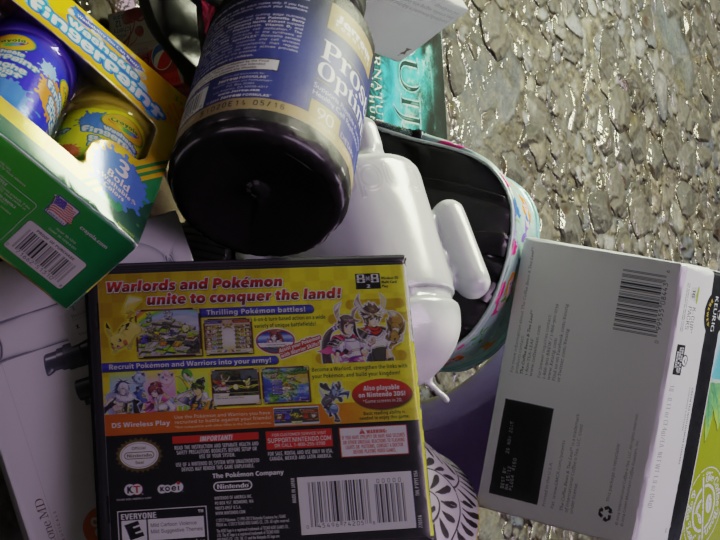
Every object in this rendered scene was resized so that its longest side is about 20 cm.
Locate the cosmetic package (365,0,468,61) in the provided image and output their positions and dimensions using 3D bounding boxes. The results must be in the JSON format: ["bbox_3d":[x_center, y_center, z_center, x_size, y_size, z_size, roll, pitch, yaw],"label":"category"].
[{"bbox_3d":[-0.009,-0.271,1.365,0.113,0.081,0.200,7,52,-56],"label":"cosmetic package"}]

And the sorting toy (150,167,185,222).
[{"bbox_3d":[-0.158,0.011,1.213,0.185,0.036,0.200,-51,130,-46],"label":"sorting toy"}]

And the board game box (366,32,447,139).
[{"bbox_3d":[0.028,-0.157,1.511,0.135,0.028,0.200,4,82,-55],"label":"board game box"}]

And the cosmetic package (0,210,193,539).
[{"bbox_3d":[-0.155,0.080,1.077,0.151,0.052,0.200,-18,82,-15],"label":"cosmetic package"}]

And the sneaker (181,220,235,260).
[{"bbox_3d":[-0.126,0.063,1.168,0.089,0.074,0.200,42,65,-53],"label":"sneaker"}]

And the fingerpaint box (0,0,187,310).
[{"bbox_3d":[-0.207,-0.102,1.023,0.200,0.073,0.167,41,30,-19],"label":"fingerpaint box"}]

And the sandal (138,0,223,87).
[{"bbox_3d":[-0.092,-0.148,1.197,0.075,0.045,0.200,-53,127,-42],"label":"sandal"}]

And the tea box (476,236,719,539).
[{"bbox_3d":[0.204,0.092,1.281,0.197,0.134,0.200,9,91,-55],"label":"tea box"}]

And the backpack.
[{"bbox_3d":[0.032,-0.014,1.303,0.151,0.200,0.178,28,76,-62],"label":"backpack"}]

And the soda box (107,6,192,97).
[{"bbox_3d":[-0.094,-0.156,1.295,0.200,0.070,0.063,-2,86,-55],"label":"soda box"}]

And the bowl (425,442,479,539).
[{"bbox_3d":[-0.026,0.161,1.222,0.201,0.201,0.094,-60,139,-41],"label":"bowl"}]

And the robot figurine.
[{"bbox_3d":[0.000,0.000,1.169,0.113,0.170,0.200,112,-37,-70],"label":"robot figurine"}]

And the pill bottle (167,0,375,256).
[{"bbox_3d":[-0.050,-0.114,1.103,0.112,0.112,0.200,54,31,-36],"label":"pill bottle"}]

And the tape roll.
[{"bbox_3d":[0.076,0.079,1.393,0.085,0.200,0.200,54,44,-36],"label":"tape roll"}]

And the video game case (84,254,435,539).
[{"bbox_3d":[-0.062,0.082,1.054,0.200,0.026,0.181,-2,75,-13],"label":"video game case"}]
